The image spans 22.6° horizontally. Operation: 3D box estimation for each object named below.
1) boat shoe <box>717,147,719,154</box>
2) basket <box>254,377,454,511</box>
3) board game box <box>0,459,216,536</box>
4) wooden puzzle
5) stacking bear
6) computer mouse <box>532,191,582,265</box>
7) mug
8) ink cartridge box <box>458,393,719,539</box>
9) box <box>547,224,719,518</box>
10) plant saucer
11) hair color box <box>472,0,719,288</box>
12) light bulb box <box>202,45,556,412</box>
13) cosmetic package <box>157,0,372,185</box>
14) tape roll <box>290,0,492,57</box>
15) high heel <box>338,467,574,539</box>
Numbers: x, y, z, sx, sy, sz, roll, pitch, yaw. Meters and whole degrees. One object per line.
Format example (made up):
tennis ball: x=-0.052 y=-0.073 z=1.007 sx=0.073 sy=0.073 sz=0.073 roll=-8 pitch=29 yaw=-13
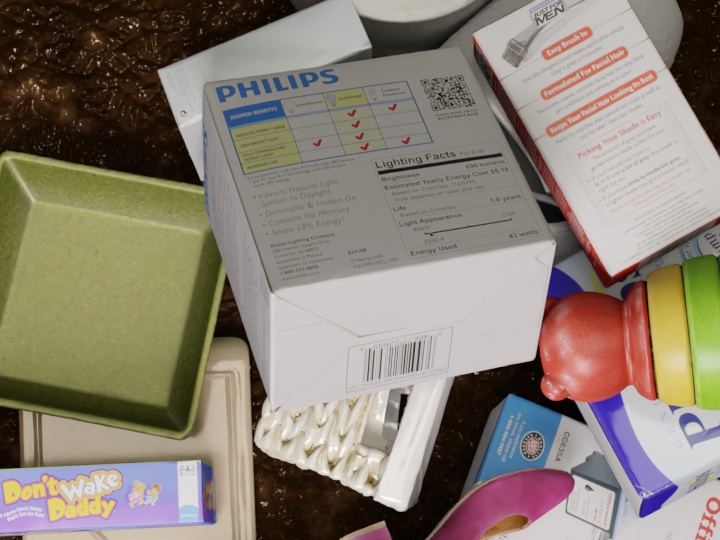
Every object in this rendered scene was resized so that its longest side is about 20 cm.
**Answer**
boat shoe: x=0.299 y=0.003 z=1.430 sx=0.068 sy=0.084 sz=0.202 roll=11 pitch=90 yaw=-12
basket: x=0.001 y=0.098 z=1.359 sx=0.122 sy=0.200 sz=0.137 roll=18 pitch=85 yaw=6
board game box: x=-0.211 y=0.170 z=1.339 sx=0.198 sy=0.135 sz=0.045 roll=-3 pitch=81 yaw=-2
wooden puzzle: x=-0.176 y=0.156 z=1.429 sx=0.183 sy=0.037 sz=0.202 roll=-2 pitch=81 yaw=-2
stacking bear: x=0.220 y=0.045 z=1.233 sx=0.198 sy=0.114 sz=0.123 roll=-7 pitch=76 yaw=10
computer mouse: x=0.084 y=-0.038 z=1.393 sx=0.198 sy=0.110 sz=0.044 roll=16 pitch=50 yaw=19
mug: x=0.173 y=-0.145 z=1.418 sx=0.175 sy=0.148 sz=0.200 roll=-42 pitch=116 yaw=-7
ink cartridge box: x=0.175 y=0.203 z=1.400 sx=0.199 sy=0.086 sz=0.147 roll=21 pitch=74 yaw=1
box: x=0.249 y=0.053 z=1.334 sx=0.199 sy=0.105 sz=0.185 roll=-28 pitch=75 yaw=0
plant saucer: x=-0.207 y=0.023 z=1.413 sx=0.198 sy=0.048 sz=0.202 roll=10 pitch=74 yaw=2
hair color box: x=0.174 y=-0.103 z=1.286 sx=0.110 sy=0.064 sz=0.201 roll=-28 pitch=81 yaw=-1
light bulb box: x=0.006 y=-0.033 z=1.242 sx=0.196 sy=0.125 sz=0.201 roll=-10 pitch=49 yaw=-13
cosmetic package: x=-0.066 y=-0.132 z=1.369 sx=0.150 sy=0.200 sz=0.052 roll=-21 pitch=80 yaw=-4
tape roll: x=0.028 y=-0.279 z=1.415 sx=0.201 sy=0.139 sz=0.205 roll=0 pitch=86 yaw=-2
high heel: x=0.082 y=0.208 z=1.292 sx=0.199 sy=0.067 sz=0.096 roll=-14 pitch=64 yaw=-27
